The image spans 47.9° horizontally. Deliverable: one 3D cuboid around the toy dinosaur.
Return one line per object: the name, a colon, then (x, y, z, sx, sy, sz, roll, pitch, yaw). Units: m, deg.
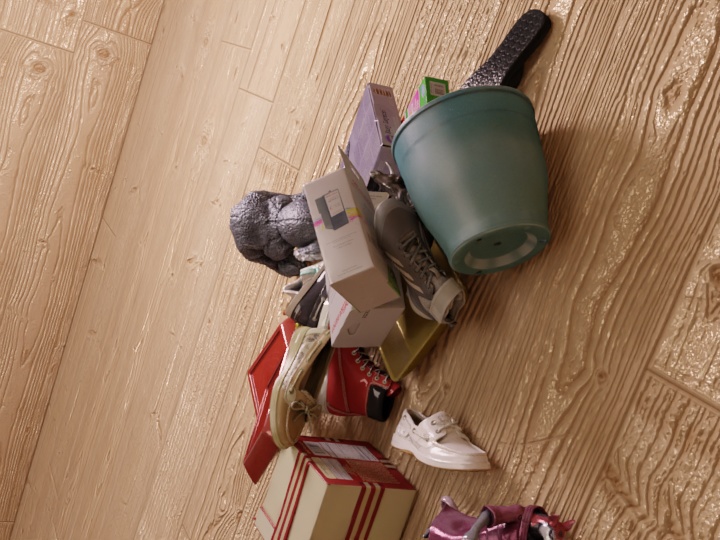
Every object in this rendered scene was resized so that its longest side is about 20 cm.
toy dinosaur: (0.077, -0.065, 1.175, 0.077, 0.102, 0.200, -23, 98, 31)

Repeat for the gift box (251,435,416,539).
gift box: (-0.058, 0.366, 1.225, 0.185, 0.200, 0.187, 34, 109, 62)

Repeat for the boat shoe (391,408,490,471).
boat shoe: (0.107, 0.230, 1.123, 0.200, 0.071, 0.069, 4, 84, 59)

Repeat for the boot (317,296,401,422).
boot: (0.005, 0.136, 1.292, 0.144, 0.072, 0.200, 1, 91, 33)

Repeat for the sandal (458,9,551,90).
sandal: (0.210, -0.284, 1.182, 0.200, 0.048, 0.075, -49, 38, 18)

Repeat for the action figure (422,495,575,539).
action figure: (0.179, 0.331, 0.981, 0.200, 0.134, 0.149, -36, 6, 31)

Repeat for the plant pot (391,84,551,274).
plant pot: (0.159, -0.105, 1.062, 0.200, 0.200, 0.188, -41, 53, 44)

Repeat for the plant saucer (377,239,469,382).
plant saucer: (0.088, 0.038, 1.248, 0.200, 0.048, 0.200, -57, 37, 30)

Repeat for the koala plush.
koala plush: (-0.127, -0.083, 1.538, 0.200, 0.184, 0.178, 1, 80, 46)

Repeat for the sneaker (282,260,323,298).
sneaker: (-0.063, 0.008, 1.458, 0.200, 0.088, 0.075, -38, 48, 39)

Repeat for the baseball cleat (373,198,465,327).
baseball cleat: (0.088, -0.009, 1.081, 0.070, 0.200, 0.106, -42, 37, -18)

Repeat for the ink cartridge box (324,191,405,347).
ink cartridge box: (0.000, 0.000, 1.239, 0.145, 0.084, 0.200, 116, 152, -57)

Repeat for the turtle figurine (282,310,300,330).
turtle figurine: (-0.047, 0.127, 1.403, 0.200, 0.064, 0.162, -3, 82, 28)

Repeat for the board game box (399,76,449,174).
board game box: (0.088, -0.179, 1.274, 0.200, 0.040, 0.153, 121, 152, -55)

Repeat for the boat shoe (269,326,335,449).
boat shoe: (-0.086, 0.173, 1.228, 0.063, 0.073, 0.200, -1, 59, 23)

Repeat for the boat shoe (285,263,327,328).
boat shoe: (-0.040, 0.016, 1.367, 0.200, 0.063, 0.073, -49, -11, -10)

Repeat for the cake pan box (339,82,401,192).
cake pan box: (0.018, -0.185, 1.358, 0.200, 0.052, 0.184, -100, 21, -48)

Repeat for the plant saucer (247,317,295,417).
plant saucer: (-0.160, 0.213, 1.575, 0.200, 0.037, 0.200, -53, 39, 32)

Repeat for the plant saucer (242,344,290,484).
plant saucer: (-0.145, 0.232, 1.360, 0.200, 0.037, 0.200, 119, 168, -52)

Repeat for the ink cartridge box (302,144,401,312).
ink cartridge box: (-0.016, -0.057, 1.107, 0.067, 0.117, 0.200, -22, 62, 12)
